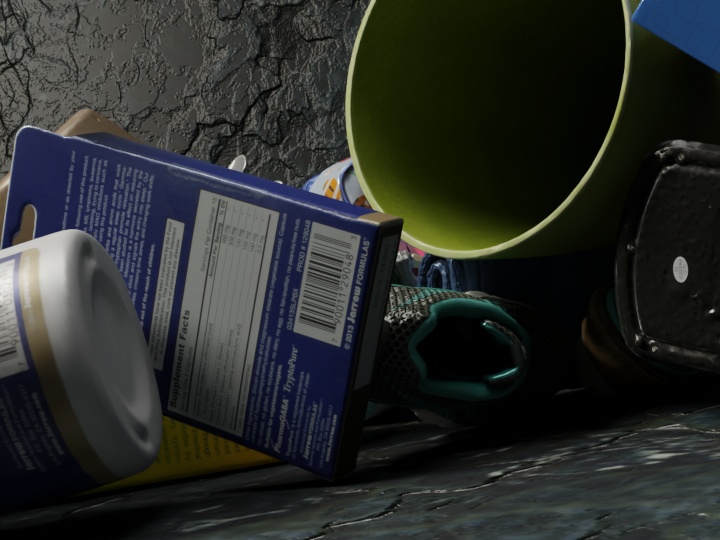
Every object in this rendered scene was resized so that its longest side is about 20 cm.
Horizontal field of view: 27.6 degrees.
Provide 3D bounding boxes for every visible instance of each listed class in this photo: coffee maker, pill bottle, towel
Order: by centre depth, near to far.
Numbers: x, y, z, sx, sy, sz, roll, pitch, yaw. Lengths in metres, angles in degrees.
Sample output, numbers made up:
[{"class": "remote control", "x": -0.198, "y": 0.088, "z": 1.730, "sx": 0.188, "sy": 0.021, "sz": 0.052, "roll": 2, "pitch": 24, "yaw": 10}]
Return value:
[{"class": "pill bottle", "x": -0.197, "y": 0.062, "z": 0.640, "sx": 0.199, "sy": 0.112, "sz": 0.111, "roll": -17, "pitch": -1, "yaw": 5}, {"class": "coffee maker", "x": 0.247, "y": 0.004, "z": 0.730, "sx": 0.192, "sy": 0.135, "sz": 0.200, "roll": 37, "pitch": 24, "yaw": 25}, {"class": "towel", "x": 0.112, "y": 0.019, "z": 0.885, "sx": 0.199, "sy": 0.112, "sz": 0.048, "roll": -10, "pitch": 12, "yaw": -41}]

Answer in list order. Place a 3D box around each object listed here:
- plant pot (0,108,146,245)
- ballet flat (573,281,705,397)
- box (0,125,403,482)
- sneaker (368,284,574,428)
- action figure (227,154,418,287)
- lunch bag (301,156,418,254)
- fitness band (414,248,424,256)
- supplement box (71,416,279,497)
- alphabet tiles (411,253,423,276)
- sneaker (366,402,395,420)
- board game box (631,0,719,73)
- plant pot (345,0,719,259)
[{"class": "plant pot", "x": -0.166, "y": -0.005, "z": 0.972, "sx": 0.200, "sy": 0.175, "sz": 0.200, "roll": -40, "pitch": 13, "yaw": 11}, {"class": "ballet flat", "x": 0.167, "y": 0.042, "z": 0.849, "sx": 0.072, "sy": 0.068, "sz": 0.200, "roll": -33, "pitch": -14, "yaw": 32}, {"class": "box", "x": -0.083, "y": 0.009, "z": 0.690, "sx": 0.199, "sy": 0.122, "sz": 0.032, "roll": 17, "pitch": 15, "yaw": 22}, {"class": "sneaker", "x": 0.055, "y": 0.046, "z": 0.741, "sx": 0.091, "sy": 0.078, "sz": 0.199, "roll": 6, "pitch": -1, "yaw": 45}, {"class": "action figure", "x": 0.000, "y": 0.000, "z": 0.857, "sx": 0.200, "sy": 0.055, "sz": 0.118, "roll": 32, "pitch": 5, "yaw": -42}, {"class": "lunch bag", "x": 0.046, "y": -0.010, "z": 1.232, "sx": 0.075, "sy": 0.201, "sz": 0.160, "roll": -22, "pitch": 3, "yaw": 45}, {"class": "fitness band", "x": 0.117, "y": 0.011, "z": 1.116, "sx": 0.143, "sy": 0.038, "sz": 0.200, "roll": 28, "pitch": 5, "yaw": -21}, {"class": "supplement box", "x": -0.145, "y": 0.061, "z": 0.798, "sx": 0.199, "sy": 0.110, "sz": 0.109, "roll": -8, "pitch": 0, "yaw": -12}, {"class": "alphabet tiles", "x": 0.056, "y": 0.034, "z": 1.040, "sx": 0.166, "sy": 0.006, "sz": 0.200, "roll": 17, "pitch": -21, "yaw": -9}, {"class": "sneaker", "x": 0.000, "y": 0.058, "z": 0.999, "sx": 0.130, "sy": 0.080, "sz": 0.200, "roll": -11, "pitch": 10, "yaw": -33}, {"class": "board game box", "x": 0.234, "y": -0.084, "z": 0.667, "sx": 0.200, "sy": 0.045, "sz": 0.152, "roll": 35, "pitch": 22, "yaw": 14}, {"class": "plant pot", "x": 0.126, "y": -0.088, "z": 0.812, "sx": 0.187, "sy": 0.188, "sz": 0.199, "roll": -9, "pitch": -13, "yaw": 43}]
